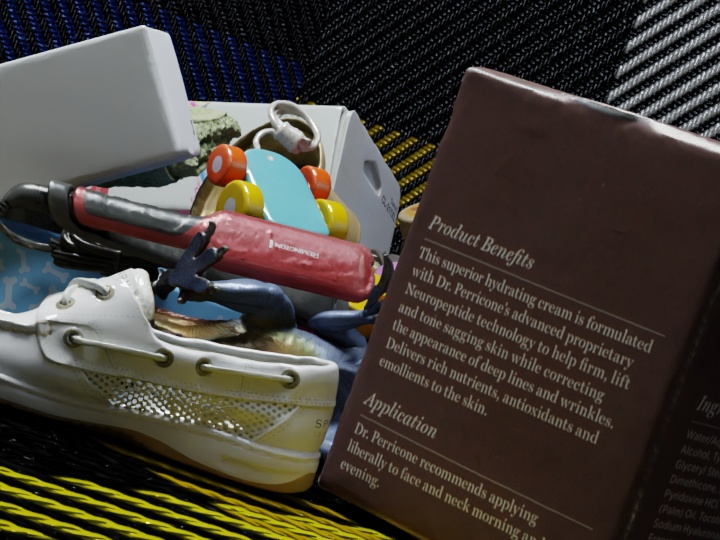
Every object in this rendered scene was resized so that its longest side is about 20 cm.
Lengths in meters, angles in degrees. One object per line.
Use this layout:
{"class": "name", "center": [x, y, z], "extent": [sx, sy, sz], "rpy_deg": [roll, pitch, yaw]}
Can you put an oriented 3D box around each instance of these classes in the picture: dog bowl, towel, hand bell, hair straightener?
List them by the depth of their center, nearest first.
{"class": "hair straightener", "center": [-0.098, 0.000, 1.152], "extent": [0.200, 0.041, 0.077], "rpy_deg": [10, -33, -17]}
{"class": "dog bowl", "center": [-0.123, 0.021, 1.239], "extent": [0.200, 0.050, 0.111], "rpy_deg": [18, 3, -23]}
{"class": "towel", "center": [-0.156, -0.076, 1.366], "extent": [0.148, 0.037, 0.200], "rpy_deg": [0, 10, 7]}
{"class": "hand bell", "center": [0.002, 0.004, 1.394], "extent": [0.200, 0.104, 0.104], "rpy_deg": [37, -8, -36]}

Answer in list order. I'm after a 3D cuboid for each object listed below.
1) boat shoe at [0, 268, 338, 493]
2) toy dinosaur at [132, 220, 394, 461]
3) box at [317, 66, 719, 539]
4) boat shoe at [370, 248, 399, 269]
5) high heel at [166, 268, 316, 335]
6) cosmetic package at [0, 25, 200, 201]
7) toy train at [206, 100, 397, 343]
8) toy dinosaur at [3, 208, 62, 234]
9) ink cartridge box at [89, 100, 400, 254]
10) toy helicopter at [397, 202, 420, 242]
{"class": "boat shoe", "center": [-0.105, 0.031, 0.976], "extent": [0.200, 0.069, 0.071], "rpy_deg": [19, 5, -12]}
{"class": "toy dinosaur", "center": [-0.022, 0.037, 1.142], "extent": [0.181, 0.105, 0.200], "rpy_deg": [23, -3, -42]}
{"class": "box", "center": [0.118, 0.041, 1.011], "extent": [0.166, 0.200, 0.164], "rpy_deg": [24, 5, 43]}
{"class": "boat shoe", "center": [0.007, 0.017, 1.515], "extent": [0.072, 0.066, 0.201], "rpy_deg": [41, -3, 41]}
{"class": "high heel", "center": [-0.092, 0.014, 1.447], "extent": [0.200, 0.067, 0.096], "rpy_deg": [36, -1, 27]}
{"class": "cosmetic package", "center": [-0.191, -0.066, 1.214], "extent": [0.200, 0.071, 0.101], "rpy_deg": [-15, 2, 3]}
{"class": "toy train", "center": [0.000, 0.000, 1.263], "extent": [0.200, 0.056, 0.150], "rpy_deg": [40, 30, 7]}
{"class": "toy dinosaur", "center": [-0.202, -0.027, 1.371], "extent": [0.102, 0.077, 0.200], "rpy_deg": [26, 2, -31]}
{"class": "ink cartridge box", "center": [-0.090, -0.049, 1.570], "extent": [0.200, 0.083, 0.146], "rpy_deg": [3, -21, 18]}
{"class": "toy helicopter", "center": [0.091, -0.021, 1.413], "extent": [0.132, 0.079, 0.200], "rpy_deg": [-20, 19, -23]}
